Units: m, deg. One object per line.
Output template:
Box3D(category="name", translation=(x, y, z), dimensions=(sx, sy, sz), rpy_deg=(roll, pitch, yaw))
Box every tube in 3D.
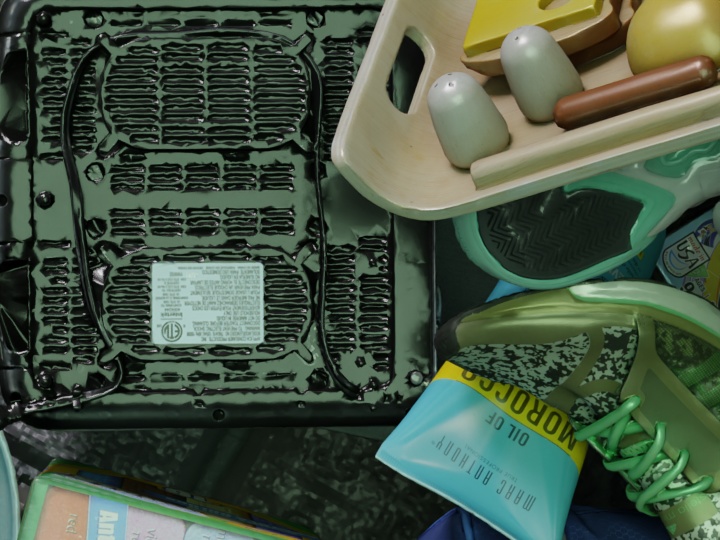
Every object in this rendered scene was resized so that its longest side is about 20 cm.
Box3D(category="tube", translation=(0.070, 0.034, 1.081), dimensions=(0.077, 0.200, 0.050), rpy_deg=(29, 131, 2))

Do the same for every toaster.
Box3D(category="toaster", translation=(-0.065, -0.023, 1.104), dimensions=(0.199, 0.119, 0.181), rpy_deg=(-1, 87, -4))

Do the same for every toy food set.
Box3D(category="toy food set", translation=(0.093, -0.100, 0.948), dimensions=(0.200, 0.144, 0.060), rpy_deg=(-16, 122, 25))

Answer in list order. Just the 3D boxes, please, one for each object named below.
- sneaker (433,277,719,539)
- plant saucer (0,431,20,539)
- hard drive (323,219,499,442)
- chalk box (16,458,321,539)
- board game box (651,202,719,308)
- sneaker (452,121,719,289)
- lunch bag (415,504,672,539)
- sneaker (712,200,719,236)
Box3D(category="sneaker", translation=(0.119, 0.063, 1.021), dimensions=(0.200, 0.077, 0.089), rpy_deg=(17, 65, -17))
Box3D(category="plant saucer", translation=(-0.242, 0.106, 1.164), dimensions=(0.199, 0.036, 0.201), rpy_deg=(0, 88, -2))
Box3D(category="hard drive", translation=(0.000, 0.000, 1.183), dimensions=(0.199, 0.033, 0.140), rpy_deg=(12, 87, -2))
Box3D(category="chalk box", translation=(-0.084, 0.151, 1.088), dimensions=(0.124, 0.200, 0.125), rpy_deg=(15, 87, -2))
Box3D(category="board game box", translation=(0.229, 0.041, 1.193), dimensions=(0.134, 0.034, 0.200), rpy_deg=(-32, 90, -4))
Box3D(category="sneaker", translation=(0.117, -0.064, 1.037), dimensions=(0.200, 0.140, 0.078), rpy_deg=(-20, 103, -6))
Box3D(category="lunch bag", translation=(0.062, 0.171, 1.101), dimensions=(0.132, 0.200, 0.136), rpy_deg=(6, 68, -13))
Box3D(category="sneaker", translation=(0.211, -0.055, 0.934), dimensions=(0.115, 0.075, 0.200), rpy_deg=(36, 90, -10))
